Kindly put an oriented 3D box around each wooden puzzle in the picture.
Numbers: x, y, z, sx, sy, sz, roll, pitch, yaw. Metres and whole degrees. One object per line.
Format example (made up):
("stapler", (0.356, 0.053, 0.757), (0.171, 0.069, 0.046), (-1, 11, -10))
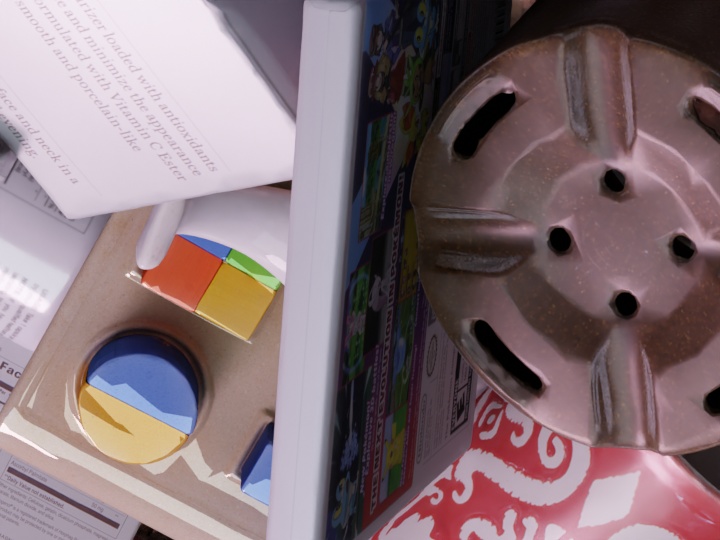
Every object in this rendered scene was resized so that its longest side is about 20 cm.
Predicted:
("wooden puzzle", (-0.042, 0.044, 1.102), (0.185, 0.046, 0.200), (28, 108, -10))

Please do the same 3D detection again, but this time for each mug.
("mug", (0.080, 0.121, 1.019), (0.133, 0.178, 0.200), (28, 125, -33))

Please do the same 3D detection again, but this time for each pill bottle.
("pill bottle", (-0.160, -0.031, 1.158), (0.200, 0.114, 0.113), (30, 142, -11))

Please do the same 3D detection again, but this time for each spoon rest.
("spoon rest", (0.000, 0.000, 1.050), (0.199, 0.061, 0.100), (19, 106, -22))

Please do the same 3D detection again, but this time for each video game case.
("video game case", (0.012, -0.008, 0.890), (0.023, 0.182, 0.201), (9, 105, 18))

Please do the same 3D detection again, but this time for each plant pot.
("plant pot", (0.124, -0.044, 0.888), (0.199, 0.198, 0.201), (12, 117, 24))

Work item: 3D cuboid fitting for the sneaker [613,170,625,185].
("sneaker", (0.020, -0.067, 1.062), (0.199, 0.077, 0.078), (24, 140, -7))

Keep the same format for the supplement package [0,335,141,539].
("supplement package", (-0.201, 0.123, 1.258), (0.150, 0.201, 0.152), (29, 171, -10))

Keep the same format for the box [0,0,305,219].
("box", (-0.077, -0.161, 0.891), (0.130, 0.200, 0.199), (-8, 134, 34))

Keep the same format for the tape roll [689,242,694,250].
("tape roll", (0.236, 0.013, 1.063), (0.202, 0.071, 0.203), (13, 142, 10))

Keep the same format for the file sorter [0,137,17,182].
("file sorter", (-0.213, -0.080, 0.978), (0.124, 0.200, 0.139), (-38, 104, 12))

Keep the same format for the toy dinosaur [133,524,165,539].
("toy dinosaur", (-0.146, 0.195, 1.460), (0.200, 0.086, 0.136), (-3, 128, 52))
